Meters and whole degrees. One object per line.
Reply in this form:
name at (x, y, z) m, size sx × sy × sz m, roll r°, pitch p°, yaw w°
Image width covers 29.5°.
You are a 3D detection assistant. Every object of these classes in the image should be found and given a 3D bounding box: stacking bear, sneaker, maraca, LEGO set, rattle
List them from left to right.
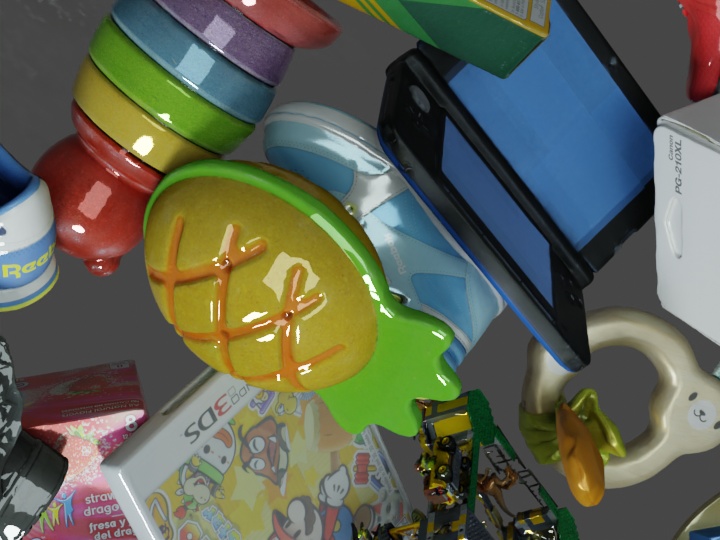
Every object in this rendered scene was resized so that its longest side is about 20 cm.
sneaker at (-0.246, -0.062, 0.744) m, size 0.199 × 0.082 × 0.074 m, roll 30°, pitch 51°, yaw 6°
sneaker at (-0.235, 0.125, 0.728) m, size 0.104 × 0.060 × 0.200 m, roll 40°, pitch 85°, yaw -19°
stacking bear at (-0.117, -0.093, 0.785) m, size 0.121 × 0.114 × 0.200 m, roll 36°, pitch 100°, yaw -7°
maraca at (-0.035, 0.018, 0.755) m, size 0.200 × 0.137 × 0.107 m, roll 38°, pitch 48°, yaw -3°
sneaker at (0.000, 0.000, 0.826) m, size 0.200 × 0.079 × 0.131 m, roll 40°, pitch 61°, yaw -18°
LEGO set at (0.054, 0.181, 0.882) m, size 0.115 × 0.154 × 0.200 m, roll -19°, pitch 135°, yaw 25°
rattle at (0.213, 0.090, 0.897) m, size 0.199 × 0.143 × 0.131 m, roll 4°, pitch 84°, yaw -9°
sneaker at (0.208, -0.203, 0.868) m, size 0.084 × 0.077 × 0.201 m, roll -1°, pitch 103°, yaw 7°

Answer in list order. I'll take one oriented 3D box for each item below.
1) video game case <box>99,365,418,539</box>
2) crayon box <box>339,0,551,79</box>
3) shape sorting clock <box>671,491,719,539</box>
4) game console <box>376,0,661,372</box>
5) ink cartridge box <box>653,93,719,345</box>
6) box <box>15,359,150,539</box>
video game case at (-0.051, 0.142, 0.840) m, size 0.182 × 0.023 × 0.201 m, roll -43°, pitch 121°, yaw -37°
crayon box at (0.018, -0.208, 0.784) m, size 0.199 × 0.052 × 0.126 m, roll 23°, pitch 56°, yaw -18°
shape sorting clock at (0.309, 0.241, 1.003) m, size 0.199 × 0.039 × 0.201 m, roll -2°, pitch 103°, yaw -9°
game console at (0.116, -0.071, 0.841) m, size 0.118 × 0.171 × 0.200 m, roll -34°, pitch 110°, yaw 21°
ink cartridge box at (0.292, -0.052, 0.873) m, size 0.199 × 0.084 × 0.146 m, roll -21°, pitch 123°, yaw -19°
box at (-0.221, 0.125, 0.813) m, size 0.199 × 0.100 × 0.096 m, roll -9°, pitch 105°, yaw -11°
